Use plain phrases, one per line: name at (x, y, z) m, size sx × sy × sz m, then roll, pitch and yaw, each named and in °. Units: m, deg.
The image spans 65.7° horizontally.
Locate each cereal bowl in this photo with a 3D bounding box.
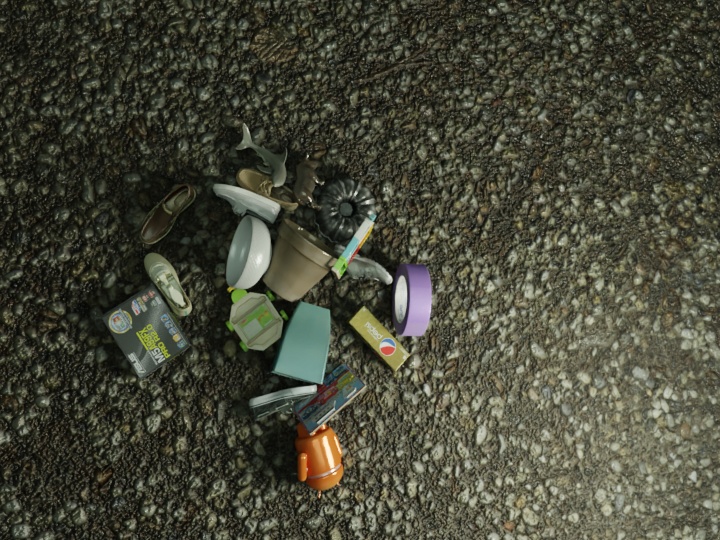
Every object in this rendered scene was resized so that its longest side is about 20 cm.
cereal bowl at (-0.297, -0.044, 1.528) m, size 0.082 × 0.199 × 0.206 m, roll 14°, pitch 82°, yaw -28°

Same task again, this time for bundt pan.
bundt pan at (-0.041, -0.180, 1.647) m, size 0.196 × 0.076 × 0.208 m, roll 1°, pitch 85°, yaw -12°

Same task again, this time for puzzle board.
puzzle board at (-0.092, 0.350, 1.551) m, size 0.199 × 0.150 × 0.018 m, roll -39°, pitch 118°, yaw -11°

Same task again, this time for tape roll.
tape roll at (0.143, 0.084, 1.594) m, size 0.064 × 0.200 × 0.206 m, roll 3°, pitch 84°, yaw -11°

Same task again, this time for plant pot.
plant pot at (-0.156, 0.201, 1.558) m, size 0.138 × 0.141 × 0.205 m, roll 17°, pitch 76°, yaw -9°
plant pot at (-0.181, -0.017, 1.560) m, size 0.198 × 0.200 × 0.175 m, roll 35°, pitch 97°, yaw -6°

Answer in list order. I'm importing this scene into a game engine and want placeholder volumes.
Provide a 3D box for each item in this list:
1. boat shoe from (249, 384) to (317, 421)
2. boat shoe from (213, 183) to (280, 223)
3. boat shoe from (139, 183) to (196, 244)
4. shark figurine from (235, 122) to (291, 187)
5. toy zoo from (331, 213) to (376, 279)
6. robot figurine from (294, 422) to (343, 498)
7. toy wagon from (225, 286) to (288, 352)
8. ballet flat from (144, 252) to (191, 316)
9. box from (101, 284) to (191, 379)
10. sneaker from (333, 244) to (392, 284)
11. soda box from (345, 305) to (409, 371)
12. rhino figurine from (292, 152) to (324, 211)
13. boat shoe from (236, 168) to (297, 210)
boat shoe at (-0.211, 0.370, 1.557) m, size 0.195 × 0.072 × 0.073 m, roll -16°, pitch 80°, yaw 3°
boat shoe at (-0.331, -0.188, 1.598) m, size 0.196 × 0.072 × 0.070 m, roll 20°, pitch 81°, yaw -18°
boat shoe at (-0.541, -0.164, 1.544) m, size 0.074 × 0.075 × 0.204 m, roll 37°, pitch 79°, yaw -6°
shark figurine at (-0.255, -0.331, 1.608) m, size 0.215 × 0.127 × 0.090 m, roll 49°, pitch 117°, yaw 19°
toy zoo at (-0.015, -0.071, 1.551) m, size 0.020 × 0.131 × 0.202 m, roll 33°, pitch 83°, yaw 5°
robot figurine at (-0.116, 0.515, 1.543) m, size 0.114 × 0.144 × 0.205 m, roll -17°, pitch 88°, yaw 4°
toy wagon at (-0.306, 0.124, 1.581) m, size 0.154 × 0.040 × 0.202 m, roll -36°, pitch 90°, yaw -12°
ballet flat at (-0.529, 0.034, 1.533) m, size 0.069 × 0.069 × 0.202 m, roll -36°, pitch 92°, yaw -12°
box at (-0.580, 0.166, 1.520) m, size 0.158 × 0.044 × 0.203 m, roll -33°, pitch 91°, yaw -13°
sneaker at (0.000, 0.000, 1.646) m, size 0.196 × 0.075 × 0.084 m, roll 26°, pitch 86°, yaw 4°
soda box at (0.049, 0.199, 1.634) m, size 0.068 × 0.064 × 0.200 m, roll -44°, pitch 93°, yaw -12°
rhino figurine at (-0.152, -0.267, 1.617) m, size 0.086 × 0.059 × 0.204 m, roll 24°, pitch 53°, yaw -31°
boat shoe at (-0.265, -0.242, 1.612) m, size 0.196 × 0.064 × 0.073 m, roll 24°, pitch 81°, yaw -8°
